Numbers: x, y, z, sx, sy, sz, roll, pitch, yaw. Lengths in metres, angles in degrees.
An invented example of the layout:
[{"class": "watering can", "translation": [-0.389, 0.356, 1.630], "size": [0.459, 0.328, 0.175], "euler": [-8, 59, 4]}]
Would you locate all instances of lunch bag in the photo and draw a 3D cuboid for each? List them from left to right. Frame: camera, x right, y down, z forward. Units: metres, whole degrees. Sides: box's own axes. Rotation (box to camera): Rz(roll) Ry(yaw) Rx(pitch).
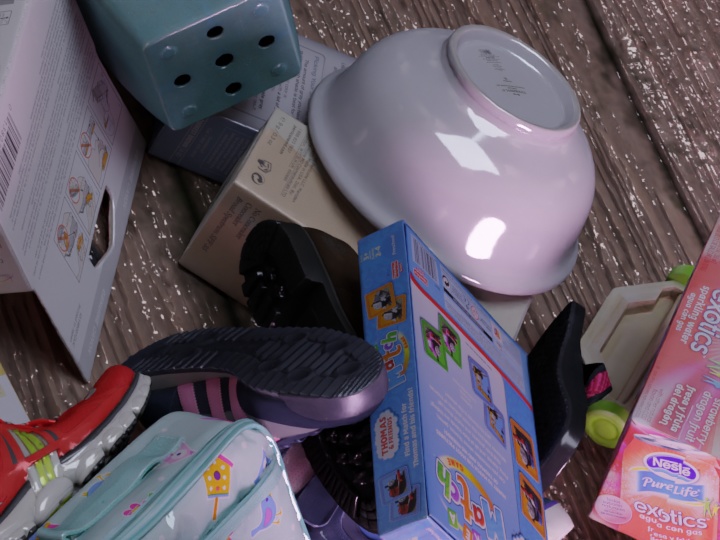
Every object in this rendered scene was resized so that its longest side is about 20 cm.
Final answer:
[{"class": "lunch bag", "translation": [-0.106, 0.176, 1.352], "size": [0.077, 0.161, 0.200], "euler": [8, 36, 34]}]

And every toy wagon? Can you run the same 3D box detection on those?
[{"class": "toy wagon", "translation": [0.238, 0.083, 1.684], "size": [0.199, 0.040, 0.155], "euler": [28, 48, 10]}]

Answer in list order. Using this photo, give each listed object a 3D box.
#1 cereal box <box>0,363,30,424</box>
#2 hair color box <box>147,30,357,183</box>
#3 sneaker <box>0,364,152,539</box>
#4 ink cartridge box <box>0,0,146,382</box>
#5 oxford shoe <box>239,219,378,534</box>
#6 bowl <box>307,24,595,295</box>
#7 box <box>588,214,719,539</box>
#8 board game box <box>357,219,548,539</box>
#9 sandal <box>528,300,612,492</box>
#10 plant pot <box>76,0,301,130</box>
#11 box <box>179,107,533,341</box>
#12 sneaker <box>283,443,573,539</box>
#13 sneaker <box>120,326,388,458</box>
[{"class": "cereal box", "translation": [-0.230, 0.129, 1.396], "size": [0.143, 0.040, 0.201], "euler": [-13, 65, -40]}, {"class": "hair color box", "translation": [-0.030, -0.091, 1.672], "size": [0.199, 0.061, 0.100], "euler": [21, 48, -16]}, {"class": "sneaker", "translation": [-0.182, 0.098, 1.372], "size": [0.085, 0.077, 0.200], "euler": [38, 41, 6]}, {"class": "ink cartridge box", "translation": [-0.190, -0.063, 1.520], "size": [0.044, 0.177, 0.201], "euler": [-5, 47, 16]}, {"class": "oxford shoe", "translation": [0.003, 0.058, 1.477], "size": [0.084, 0.073, 0.201], "euler": [5, 55, -39]}, {"class": "bowl", "translation": [0.074, -0.087, 1.599], "size": [0.200, 0.091, 0.202], "euler": [26, 33, -18]}, {"class": "box", "translation": [0.224, 0.073, 1.593], "size": [0.094, 0.103, 0.201], "euler": [23, 46, 7]}, {"class": "board game box", "translation": [0.054, 0.094, 1.440], "size": [0.151, 0.036, 0.201], "euler": [46, 29, -43]}, {"class": "sandal", "translation": [0.126, 0.085, 1.598], "size": [0.045, 0.075, 0.200], "euler": [29, 24, -10]}, {"class": "plant pot", "translation": [-0.119, -0.199, 1.587], "size": [0.140, 0.142, 0.201], "euler": [-25, 57, -6]}, {"class": "box", "translation": [0.000, 0.000, 1.599], "size": [0.199, 0.095, 0.078], "euler": [32, 46, -5]}, {"class": "sneaker", "translation": [0.019, 0.126, 1.522], "size": [0.199, 0.081, 0.147], "euler": [-17, 71, -33]}, {"class": "sneaker", "translation": [-0.049, 0.079, 1.430], "size": [0.070, 0.199, 0.083], "euler": [-32, 112, -35]}]
